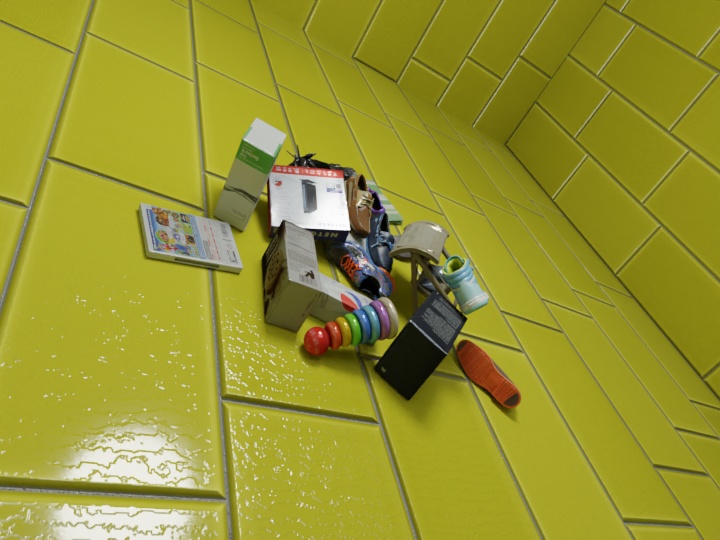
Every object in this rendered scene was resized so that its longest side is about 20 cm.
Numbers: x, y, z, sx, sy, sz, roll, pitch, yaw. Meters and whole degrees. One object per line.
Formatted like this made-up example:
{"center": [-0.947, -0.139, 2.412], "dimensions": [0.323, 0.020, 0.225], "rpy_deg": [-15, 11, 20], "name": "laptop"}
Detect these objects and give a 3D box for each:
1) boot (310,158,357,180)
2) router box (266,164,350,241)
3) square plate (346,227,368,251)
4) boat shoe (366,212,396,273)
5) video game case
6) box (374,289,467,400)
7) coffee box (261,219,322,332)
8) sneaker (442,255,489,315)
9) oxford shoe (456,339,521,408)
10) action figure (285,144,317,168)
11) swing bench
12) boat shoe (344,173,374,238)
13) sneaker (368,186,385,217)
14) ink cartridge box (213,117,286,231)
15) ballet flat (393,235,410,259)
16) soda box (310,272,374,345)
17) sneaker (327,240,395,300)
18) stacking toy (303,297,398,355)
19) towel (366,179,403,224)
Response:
{"center": [-0.068, -0.267, 1.647], "dimensions": [0.154, 0.082, 0.211], "rpy_deg": [13, 20, -36], "name": "boot"}
{"center": [-0.130, -0.165, 1.376], "dimensions": [0.192, 0.049, 0.185], "rpy_deg": [2, 60, -18], "name": "router box"}
{"center": [-0.001, -0.092, 1.499], "dimensions": [0.201, 0.028, 0.200], "rpy_deg": [50, 26, -16], "name": "square plate"}
{"center": [0.054, -0.079, 1.470], "dimensions": [0.083, 0.068, 0.205], "rpy_deg": [31, 35, -42], "name": "boat shoe"}
{"center": [-0.343, -0.065, 1.139], "dimensions": [0.195, 0.018, 0.145], "rpy_deg": [12, 37, -39], "name": "video game case"}
{"center": [0.134, 0.156, 1.220], "dimensions": [0.104, 0.150, 0.199], "rpy_deg": [39, 29, 7], "name": "box"}
{"center": [-0.145, 0.007, 1.157], "dimensions": [0.078, 0.114, 0.203], "rpy_deg": [20, 31, -26], "name": "coffee box"}
{"center": [0.243, 0.029, 1.321], "dimensions": [0.134, 0.078, 0.200], "rpy_deg": [63, 4, 5], "name": "sneaker"}
{"center": [0.311, 0.252, 1.382], "dimensions": [0.201, 0.071, 0.073], "rpy_deg": [49, 10, 13], "name": "oxford shoe"}
{"center": [-0.145, -0.228, 1.499], "dimensions": [0.102, 0.115, 0.206], "rpy_deg": [49, 21, -68], "name": "action figure"}
{"center": [0.176, -0.009, 1.439], "dimensions": [0.206, 0.126, 0.200], "rpy_deg": [69, 24, -17], "name": "swing bench"}
{"center": [-0.003, -0.179, 1.477], "dimensions": [0.075, 0.073, 0.205], "rpy_deg": [30, 35, -42], "name": "boat shoe"}
{"center": [0.026, -0.225, 1.705], "dimensions": [0.079, 0.085, 0.202], "rpy_deg": [-22, 57, -24], "name": "sneaker"}
{"center": [-0.252, -0.217, 1.277], "dimensions": [0.082, 0.203, 0.148], "rpy_deg": [24, 29, -11], "name": "ink cartridge box"}
{"center": [0.145, -0.060, 1.670], "dimensions": [0.194, 0.046, 0.070], "rpy_deg": [7, 70, -35], "name": "ballet flat"}
{"center": [-0.037, 0.081, 1.219], "dimensions": [0.196, 0.069, 0.064], "rpy_deg": [29, 28, -16], "name": "soda box"}
{"center": [0.000, 0.000, 1.379], "dimensions": [0.197, 0.076, 0.079], "rpy_deg": [36, 31, 2], "name": "sneaker"}
{"center": [-0.023, 0.117, 1.124], "dimensions": [0.193, 0.087, 0.086], "rpy_deg": [-13, 49, -24], "name": "stacking toy"}
{"center": [0.043, -0.223, 1.814], "dimensions": [0.150, 0.024, 0.202], "rpy_deg": [-3, 50, -49], "name": "towel"}
